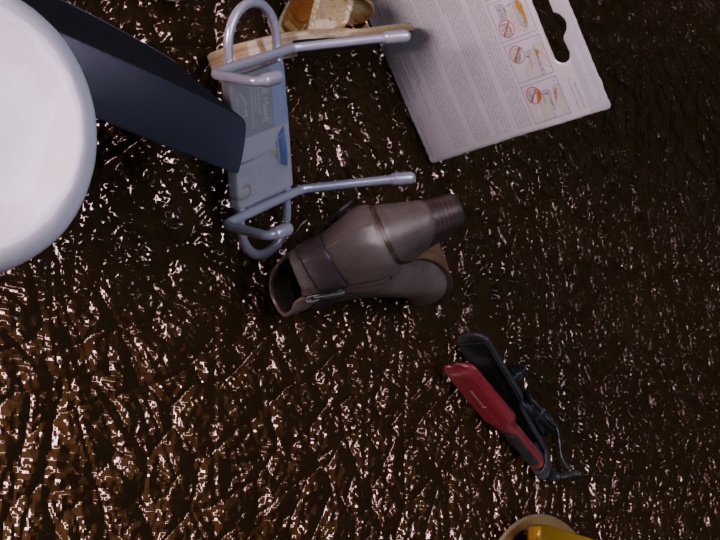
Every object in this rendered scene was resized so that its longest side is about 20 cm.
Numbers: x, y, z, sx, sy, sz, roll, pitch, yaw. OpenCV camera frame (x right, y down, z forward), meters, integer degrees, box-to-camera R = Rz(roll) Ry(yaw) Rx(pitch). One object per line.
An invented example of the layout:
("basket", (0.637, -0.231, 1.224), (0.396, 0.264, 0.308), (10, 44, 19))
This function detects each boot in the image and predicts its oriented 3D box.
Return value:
("boot", (0.000, 0.000, 0.977), (0.146, 0.200, 0.070), (-21, 69, -14))

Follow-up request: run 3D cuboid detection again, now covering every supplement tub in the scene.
("supplement tub", (-0.240, -0.065, 0.646), (0.145, 0.200, 0.145), (1, 89, -36))

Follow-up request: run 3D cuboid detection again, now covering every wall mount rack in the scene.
("wall mount rack", (-0.036, -0.107, 0.936), (0.174, 0.074, 0.200), (-30, 125, -48))

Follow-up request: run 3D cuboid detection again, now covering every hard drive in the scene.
("hard drive", (-0.171, -0.132, 0.804), (0.200, 0.135, 0.042), (20, 106, -47))

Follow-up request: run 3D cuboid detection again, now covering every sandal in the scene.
("sandal", (-0.040, -0.209, 1.004), (0.212, 0.078, 0.070), (-22, 97, -41))

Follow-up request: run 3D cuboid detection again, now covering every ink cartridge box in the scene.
("ink cartridge box", (0.112, -0.193, 1.066), (0.050, 0.200, 0.162), (-36, 106, -45))

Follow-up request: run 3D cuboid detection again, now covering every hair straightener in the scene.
("hair straightener", (0.151, 0.122, 1.140), (0.200, 0.041, 0.077), (47, 50, -27))

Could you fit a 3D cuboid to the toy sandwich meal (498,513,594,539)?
("toy sandwich meal", (0.174, 0.306, 1.094), (0.205, 0.070, 0.206), (15, 69, -43))
